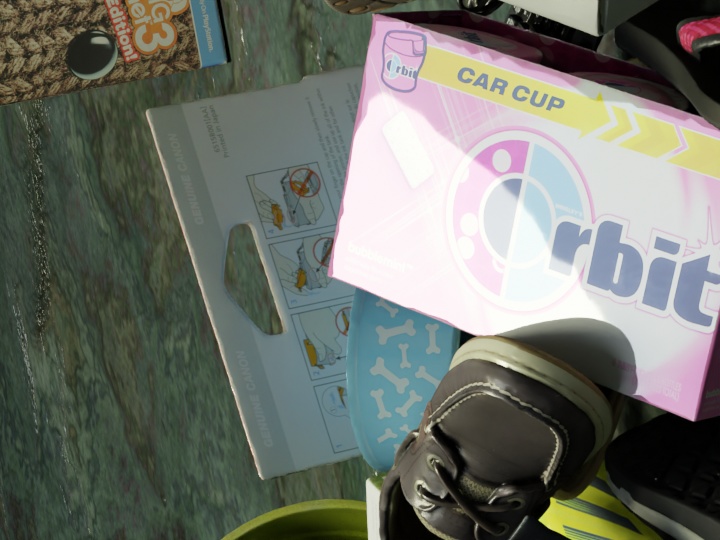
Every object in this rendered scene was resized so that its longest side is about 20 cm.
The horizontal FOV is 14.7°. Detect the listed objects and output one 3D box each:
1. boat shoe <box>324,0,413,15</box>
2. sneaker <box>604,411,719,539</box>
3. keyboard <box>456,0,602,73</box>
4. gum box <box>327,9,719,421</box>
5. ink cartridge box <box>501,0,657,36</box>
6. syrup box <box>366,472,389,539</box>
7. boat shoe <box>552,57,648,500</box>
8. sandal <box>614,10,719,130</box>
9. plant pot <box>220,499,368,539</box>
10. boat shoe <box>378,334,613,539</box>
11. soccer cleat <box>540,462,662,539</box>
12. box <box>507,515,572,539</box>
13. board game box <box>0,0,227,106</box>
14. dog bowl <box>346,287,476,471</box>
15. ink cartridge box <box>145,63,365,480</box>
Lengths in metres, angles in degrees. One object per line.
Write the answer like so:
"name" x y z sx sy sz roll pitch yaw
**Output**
"boat shoe" -0.009 -0.196 1.371 0.200 0.075 0.072 75 -173 -69
"sneaker" 0.160 0.118 1.142 0.200 0.071 0.083 -135 24 -67
"keyboard" 0.071 -0.118 1.190 0.104 0.039 0.201 -112 40 -55
"gum box" 0.089 -0.025 1.115 0.199 0.066 0.114 21 108 35
"ink cartridge box" 0.055 -0.176 1.044 0.199 0.144 0.084 24 130 34
"syrup box" 0.077 0.170 1.396 0.200 0.078 0.082 -137 40 -58
"boat shoe" 0.107 0.004 1.191 0.065 0.072 0.201 45 124 43
"sandal" 0.152 -0.084 1.051 0.200 0.075 0.045 -136 50 -62
"plant pot" -0.014 0.252 1.575 0.193 0.199 0.201 95 158 -70
"boat shoe" 0.049 0.083 1.145 0.072 0.065 0.200 31 159 -2
"soccer cleat" 0.136 0.145 1.257 0.084 0.065 0.201 -37 52 20
"box" 0.113 0.238 1.124 0.196 0.124 0.201 26 143 19
"board game box" -0.204 -0.191 1.786 0.097 0.199 0.160 -175 73 -69
"dog bowl" 0.045 -0.002 1.288 0.112 0.049 0.201 60 -142 -56
"ink cartridge box" 0.000 0.000 1.366 0.044 0.173 0.201 121 134 -64
